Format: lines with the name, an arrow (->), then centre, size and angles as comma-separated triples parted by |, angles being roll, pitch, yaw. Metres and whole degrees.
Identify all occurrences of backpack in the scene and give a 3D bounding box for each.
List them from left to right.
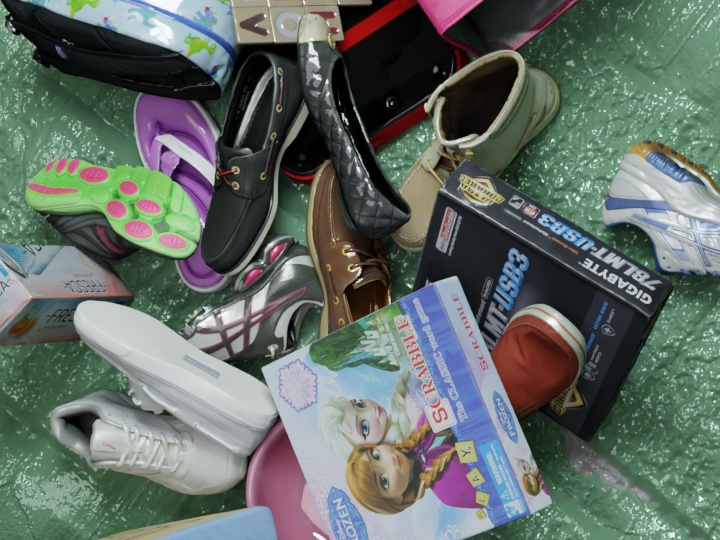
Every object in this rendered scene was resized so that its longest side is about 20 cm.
backpack -> -0.197, -0.223, 1.496 | 0.200, 0.163, 0.154 | 30, 77, 28

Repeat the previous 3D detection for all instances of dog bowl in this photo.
dog bowl -> -0.014, 0.197, 1.491 | 0.199, 0.074, 0.201 | 0, 91, 17

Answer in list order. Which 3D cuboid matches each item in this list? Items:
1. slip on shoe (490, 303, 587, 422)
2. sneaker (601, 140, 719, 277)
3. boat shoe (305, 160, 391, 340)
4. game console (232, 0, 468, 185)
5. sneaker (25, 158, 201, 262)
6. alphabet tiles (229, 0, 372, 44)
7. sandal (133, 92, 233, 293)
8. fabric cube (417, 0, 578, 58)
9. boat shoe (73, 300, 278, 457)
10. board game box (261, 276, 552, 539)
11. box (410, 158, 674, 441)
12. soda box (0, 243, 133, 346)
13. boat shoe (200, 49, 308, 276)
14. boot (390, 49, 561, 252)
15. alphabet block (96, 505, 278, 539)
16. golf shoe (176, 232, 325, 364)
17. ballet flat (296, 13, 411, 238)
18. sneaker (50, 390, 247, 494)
slip on shoe -> 0.127, 0.092, 1.380 | 0.074, 0.061, 0.200 | 41, 146, 3
sneaker -> 0.295, -0.023, 1.405 | 0.200, 0.075, 0.088 | 38, 112, 20
boat shoe -> 0.000, 0.000, 1.473 | 0.067, 0.072, 0.201 | -6, 88, 59
game console -> -0.018, -0.193, 1.515 | 0.199, 0.031, 0.177 | -31, 76, 14
sneaker -> -0.217, -0.049, 1.537 | 0.199, 0.084, 0.077 | 19, 63, 35
alphabet tiles -> -0.078, -0.293, 1.467 | 0.166, 0.008, 0.201 | -5, 76, -24
sandal -> -0.160, -0.080, 1.544 | 0.082, 0.050, 0.204 | -21, 84, 16
fabric cube -> 0.109, -0.317, 1.385 | 0.196, 0.200, 0.200 | -38, 79, 13
boat shoe -> -0.169, 0.097, 1.472 | 0.199, 0.072, 0.069 | 27, 113, -4
board game box -> 0.034, 0.135, 1.386 | 0.199, 0.041, 0.201 | -28, 81, 34
box -> 0.140, 0.028, 1.391 | 0.198, 0.200, 0.050 | 32, 56, 12
soda box -> -0.285, 0.021, 1.504 | 0.064, 0.200, 0.068 | -45, 78, 12
boat shoe -> -0.103, -0.096, 1.480 | 0.073, 0.063, 0.202 | 21, 92, 42
boot -> 0.080, -0.101, 1.416 | 0.072, 0.155, 0.200 | 46, 101, 12
alphabet block -> -0.187, 0.326, 1.447 | 0.199, 0.196, 0.196 | -16, 84, 43
golf shoe -> -0.110, 0.058, 1.518 | 0.088, 0.077, 0.200 | 46, 102, 6
ballet flat -> -0.007, -0.125, 1.429 | 0.057, 0.066, 0.201 | -18, 92, 26
sneaker -> -0.199, 0.162, 1.519 | 0.199, 0.099, 0.078 | 9, 94, 27
